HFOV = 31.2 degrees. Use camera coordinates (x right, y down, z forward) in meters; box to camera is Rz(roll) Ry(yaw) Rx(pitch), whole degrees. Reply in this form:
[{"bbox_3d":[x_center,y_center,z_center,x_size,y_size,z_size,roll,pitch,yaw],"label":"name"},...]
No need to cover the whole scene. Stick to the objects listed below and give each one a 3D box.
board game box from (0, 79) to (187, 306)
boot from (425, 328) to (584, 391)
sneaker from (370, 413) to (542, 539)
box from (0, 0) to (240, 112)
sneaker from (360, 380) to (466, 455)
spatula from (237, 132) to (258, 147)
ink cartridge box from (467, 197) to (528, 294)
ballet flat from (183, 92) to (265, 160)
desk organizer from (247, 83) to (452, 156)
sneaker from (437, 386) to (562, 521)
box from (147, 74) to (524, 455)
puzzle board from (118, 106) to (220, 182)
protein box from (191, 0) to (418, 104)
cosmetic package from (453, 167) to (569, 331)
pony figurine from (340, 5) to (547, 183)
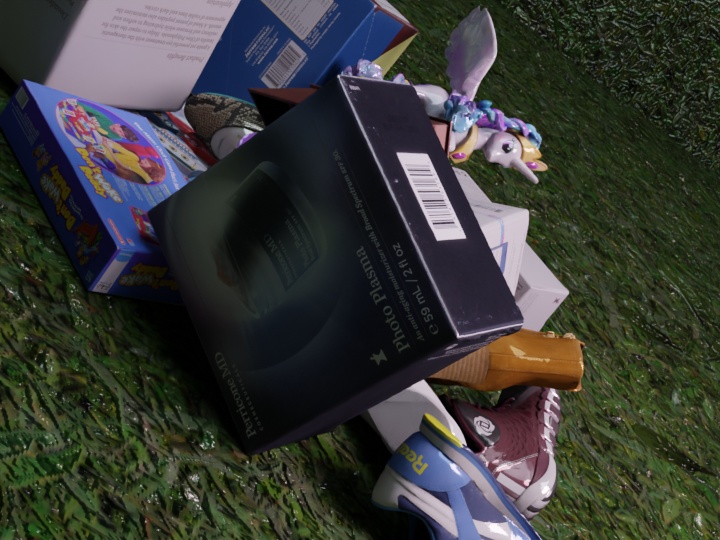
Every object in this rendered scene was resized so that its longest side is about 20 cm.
[{"bbox_3d":[-0.195,-0.060,1.044,0.134,0.045,0.201,13,34,-49],"label":"board game box"},{"bbox_3d":[0.125,0.075,1.151,0.141,0.072,0.201,6,5,-1],"label":"boot"},{"bbox_3d":[0.082,0.200,0.971,0.201,0.082,0.074,51,-9,-20],"label":"sneaker"},{"bbox_3d":[-0.246,-0.271,1.177,0.200,0.172,0.198,42,23,22],"label":"box"},{"bbox_3d":[0.030,0.107,1.078,0.089,0.075,0.201,46,7,-49],"label":"sneaker"},{"bbox_3d":[-0.069,-0.019,1.087,0.056,0.020,0.203,0,72,-44],"label":"spatula"},{"bbox_3d":[0.051,-0.019,1.129,0.143,0.089,0.200,13,10,19],"label":"ink cartridge box"},{"bbox_3d":[-0.081,-0.109,1.242,0.197,0.068,0.076,21,47,-12],"label":"ballet flat"},{"bbox_3d":[-0.016,-0.111,1.119,0.076,0.073,0.199,-7,19,-38],"label":"desk organizer"},{"bbox_3d":[0.116,0.129,1.150,0.115,0.076,0.201,32,23,-10],"label":"sneaker"},{"bbox_3d":[-0.021,-0.001,0.941,0.123,0.197,0.202,-6,68,-59],"label":"box"},{"bbox_3d":[-0.147,-0.110,1.258,0.199,0.017,0.151,36,21,-8],"label":"puzzle board"},{"bbox_3d":[-0.088,-0.249,1.355,0.200,0.199,0.135,45,14,17],"label":"protein box"},{"bbox_3d":[0.111,-0.008,1.357,0.081,0.113,0.201,11,33,-49],"label":"cosmetic package"},{"bbox_3d":[0.075,-0.158,1.286,0.197,0.168,0.195,1,44,-26],"label":"pony figurine"}]
